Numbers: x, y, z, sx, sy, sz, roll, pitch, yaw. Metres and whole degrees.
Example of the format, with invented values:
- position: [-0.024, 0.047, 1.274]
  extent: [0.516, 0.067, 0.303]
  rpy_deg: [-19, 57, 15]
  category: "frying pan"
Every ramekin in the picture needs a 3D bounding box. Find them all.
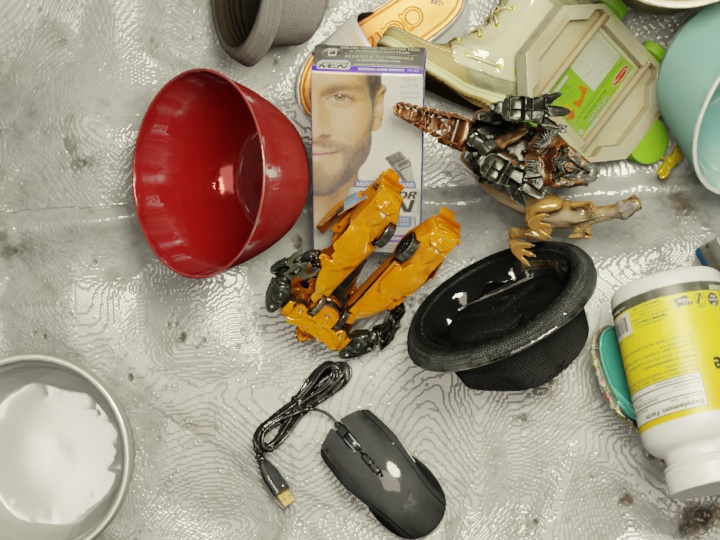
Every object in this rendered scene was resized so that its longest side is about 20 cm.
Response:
- position: [-0.316, 0.182, 1.715]
  extent: [0.199, 0.105, 0.202]
  rpy_deg: [0, 87, 3]
  category: "ramekin"

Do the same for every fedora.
- position: [0.149, 0.060, 1.683]
  extent: [0.200, 0.201, 0.092]
  rpy_deg: [-30, 117, 2]
  category: "fedora"
- position: [-0.084, -0.302, 1.717]
  extent: [0.090, 0.177, 0.202]
  rpy_deg: [0, 77, -26]
  category: "fedora"

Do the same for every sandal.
- position: [0.016, -0.232, 1.739]
  extent: [0.206, 0.059, 0.079]
  rpy_deg: [-40, 85, 1]
  category: "sandal"

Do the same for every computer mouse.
- position: [-0.017, 0.202, 1.723]
  extent: [0.140, 0.046, 0.200]
  rpy_deg: [-38, 85, 0]
  category: "computer mouse"

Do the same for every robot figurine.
- position: [0.000, 0.000, 1.687]
  extent: [0.145, 0.058, 0.200]
  rpy_deg: [34, 122, -19]
  category: "robot figurine"

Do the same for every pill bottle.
- position: [0.308, 0.107, 1.621]
  extent: [0.112, 0.113, 0.201]
  rpy_deg: [-12, 73, 3]
  category: "pill bottle"

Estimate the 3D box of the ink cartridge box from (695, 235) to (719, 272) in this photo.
- position: [0.392, -0.024, 1.632]
  extent: [0.115, 0.200, 0.067]
  rpy_deg: [-28, 86, 2]
  category: "ink cartridge box"

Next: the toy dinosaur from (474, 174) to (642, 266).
- position: [0.174, -0.057, 1.690]
  extent: [0.199, 0.106, 0.061]
  rpy_deg: [13, 124, 23]
  category: "toy dinosaur"

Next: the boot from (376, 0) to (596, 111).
- position: [0.126, -0.240, 1.713]
  extent: [0.199, 0.072, 0.156]
  rpy_deg: [22, 87, -15]
  category: "boot"

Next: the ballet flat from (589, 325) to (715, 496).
- position: [0.285, 0.144, 1.698]
  extent: [0.075, 0.064, 0.200]
  rpy_deg: [-36, 84, -25]
  category: "ballet flat"

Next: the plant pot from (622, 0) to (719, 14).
- position: [0.296, -0.331, 1.663]
  extent: [0.199, 0.183, 0.202]
  rpy_deg: [0, 85, 4]
  category: "plant pot"

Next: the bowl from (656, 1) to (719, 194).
- position: [0.363, -0.183, 1.664]
  extent: [0.201, 0.201, 0.105]
  rpy_deg: [-46, 50, 0]
  category: "bowl"

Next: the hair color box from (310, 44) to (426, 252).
- position: [0.007, -0.116, 1.680]
  extent: [0.108, 0.065, 0.201]
  rpy_deg: [2, 122, 4]
  category: "hair color box"

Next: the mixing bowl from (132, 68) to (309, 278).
- position: [-0.122, -0.093, 1.696]
  extent: [0.199, 0.108, 0.202]
  rpy_deg: [1, 91, 44]
  category: "mixing bowl"

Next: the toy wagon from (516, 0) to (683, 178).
- position: [0.240, -0.167, 1.707]
  extent: [0.200, 0.040, 0.155]
  rpy_deg: [43, 79, -22]
  category: "toy wagon"

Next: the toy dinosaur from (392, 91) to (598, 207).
- position: [0.129, -0.112, 1.612]
  extent: [0.198, 0.136, 0.103]
  rpy_deg: [-4, 95, -13]
  category: "toy dinosaur"
